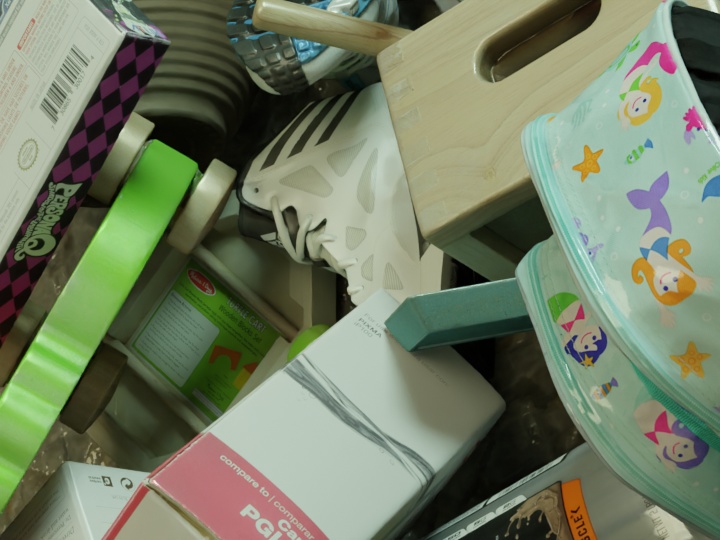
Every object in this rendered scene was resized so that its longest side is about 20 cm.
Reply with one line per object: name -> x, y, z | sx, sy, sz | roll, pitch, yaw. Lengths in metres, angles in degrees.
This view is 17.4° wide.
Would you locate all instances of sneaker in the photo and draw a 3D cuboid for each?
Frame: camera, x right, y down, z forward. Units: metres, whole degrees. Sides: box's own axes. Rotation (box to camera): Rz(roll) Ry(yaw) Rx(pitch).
sneaker -> -0.011, -0.122, 1.173 | 0.075, 0.087, 0.200 | -9, 26, 16
sneaker -> 0.000, 0.000, 1.136 | 0.115, 0.076, 0.201 | -10, 58, 14

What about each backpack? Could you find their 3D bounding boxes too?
backpack -> 0.145, 0.004, 0.861 | 0.150, 0.200, 0.178 | -37, 42, 20

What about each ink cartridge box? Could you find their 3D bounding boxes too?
ink cartridge box -> -0.040, 0.113, 1.002 | 0.083, 0.200, 0.147 | 41, 126, 8

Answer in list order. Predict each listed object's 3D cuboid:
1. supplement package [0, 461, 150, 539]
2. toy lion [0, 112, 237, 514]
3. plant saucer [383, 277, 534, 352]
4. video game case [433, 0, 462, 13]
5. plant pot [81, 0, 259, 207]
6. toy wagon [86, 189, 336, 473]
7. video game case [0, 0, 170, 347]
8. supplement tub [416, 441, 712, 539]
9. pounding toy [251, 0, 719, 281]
supplement package -> -0.095, 0.208, 1.091 | 0.121, 0.120, 0.200 | -47, 48, 30
toy lion -> -0.146, 0.045, 1.117 | 0.200, 0.069, 0.192 | -57, 6, 27
plant saucer -> 0.112, 0.007, 1.004 | 0.199, 0.070, 0.019 | -11, 81, -10
video game case -> 0.104, -0.216, 1.206 | 0.200, 0.022, 0.183 | -41, 51, 16
plant pot -> -0.129, -0.095, 1.218 | 0.200, 0.201, 0.093 | -27, 64, 26
toy wagon -> -0.066, 0.019, 1.221 | 0.200, 0.040, 0.155 | -54, 49, 4
video game case -> -0.192, -0.078, 1.119 | 0.181, 0.036, 0.200 | 46, 115, 34
supplement tub -> 0.083, 0.150, 0.993 | 0.200, 0.122, 0.123 | -34, 53, 22
pounding toy -> 0.091, -0.075, 1.045 | 0.200, 0.184, 0.143 | -29, 55, 24
